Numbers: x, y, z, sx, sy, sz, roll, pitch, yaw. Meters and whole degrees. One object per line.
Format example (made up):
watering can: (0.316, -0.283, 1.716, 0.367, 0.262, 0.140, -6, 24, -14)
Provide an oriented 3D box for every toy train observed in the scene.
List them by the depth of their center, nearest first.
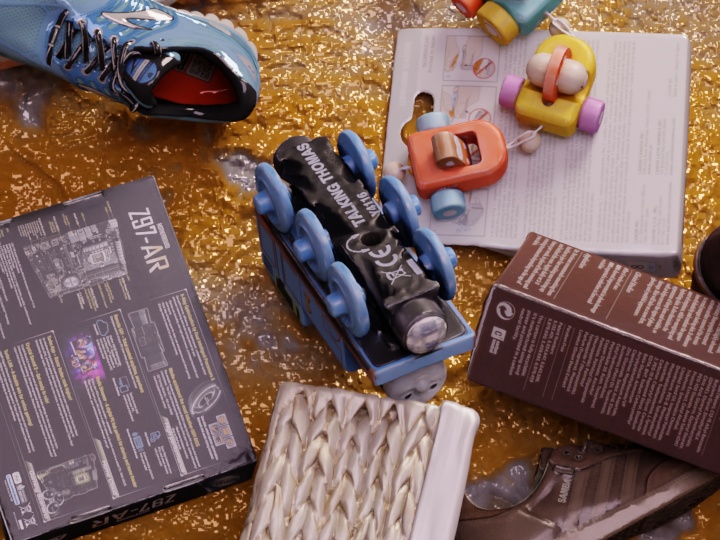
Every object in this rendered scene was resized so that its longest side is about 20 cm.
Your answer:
toy train: (0.000, 0.000, 1.378, 0.086, 0.115, 0.200, -22, 45, -15)
toy train: (0.080, -0.140, 1.475, 0.149, 0.056, 0.201, -8, 70, 4)

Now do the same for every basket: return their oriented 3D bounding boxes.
basket: (-0.014, 0.178, 1.334, 0.123, 0.136, 0.201, 13, 68, -1)

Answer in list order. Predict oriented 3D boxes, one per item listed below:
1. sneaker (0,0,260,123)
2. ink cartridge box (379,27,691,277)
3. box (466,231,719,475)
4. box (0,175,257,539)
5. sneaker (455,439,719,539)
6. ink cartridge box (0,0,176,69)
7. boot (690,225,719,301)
sneaker: (-0.149, -0.142, 1.418, 0.199, 0.090, 0.079, 13, 110, -20)
ink cartridge box: (0.118, -0.080, 1.503, 0.199, 0.047, 0.161, 2, 70, 10)
box: (0.177, 0.054, 1.400, 0.199, 0.075, 0.100, 20, 26, 11)
box: (-0.172, 0.057, 1.400, 0.160, 0.044, 0.201, -18, 74, -14)
sneaker: (0.150, 0.132, 1.407, 0.199, 0.071, 0.076, -24, 72, -19)
ink cartridge box: (-0.174, -0.236, 1.508, 0.199, 0.050, 0.163, -15, 73, -19)
boot: (0.306, 0.026, 1.417, 0.199, 0.166, 0.073, 28, 69, 2)
